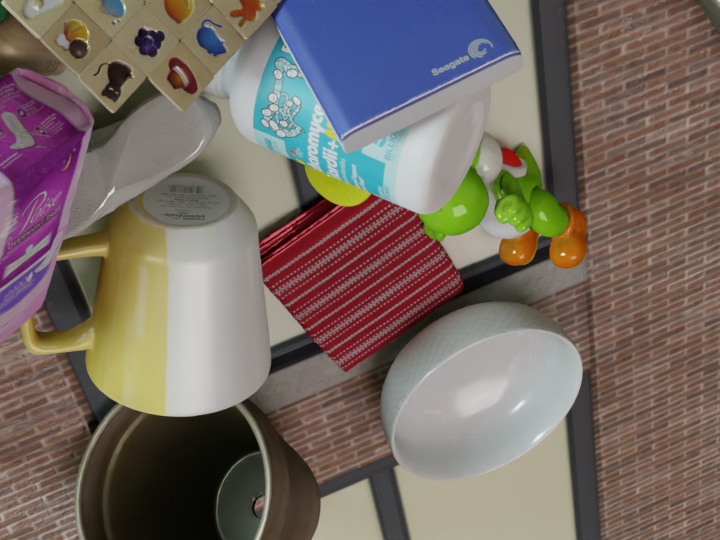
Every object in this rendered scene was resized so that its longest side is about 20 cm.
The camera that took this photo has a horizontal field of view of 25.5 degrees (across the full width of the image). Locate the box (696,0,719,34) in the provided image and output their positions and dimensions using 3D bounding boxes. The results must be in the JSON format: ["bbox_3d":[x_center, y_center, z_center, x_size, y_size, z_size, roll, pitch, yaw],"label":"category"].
[{"bbox_3d":[0.360,-0.240,1.299,0.152,0.106,0.200,-39,137,10],"label":"box"}]

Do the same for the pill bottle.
[{"bbox_3d":[-0.016,-0.125,1.134,0.111,0.199,0.111,-56,160,-32],"label":"pill bottle"}]

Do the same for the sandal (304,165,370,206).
[{"bbox_3d":[0.009,-0.153,1.226,0.087,0.079,0.201,-38,149,-54],"label":"sandal"}]

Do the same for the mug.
[{"bbox_3d":[-0.153,0.016,1.233,0.186,0.149,0.154,-28,136,-40],"label":"mug"}]

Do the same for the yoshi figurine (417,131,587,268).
[{"bbox_3d":[0.105,-0.050,1.338,0.112,0.112,0.200,-43,135,14],"label":"yoshi figurine"}]

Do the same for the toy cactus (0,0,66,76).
[{"bbox_3d":[-0.263,-0.156,1.055,0.165,0.102,0.200,5,120,-45],"label":"toy cactus"}]

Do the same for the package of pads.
[{"bbox_3d":[-0.255,-0.028,1.081,0.121,0.076,0.200,-49,168,-48],"label":"package of pads"}]

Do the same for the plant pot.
[{"bbox_3d":[-0.126,0.207,1.423,0.200,0.200,0.173,-40,153,12],"label":"plant pot"}]

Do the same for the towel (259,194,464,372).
[{"bbox_3d":[0.000,0.000,1.397,0.144,0.023,0.200,-35,140,2],"label":"towel"}]

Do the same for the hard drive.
[{"bbox_3d":[0.006,-0.187,1.082,0.132,0.200,0.025,-26,151,-4],"label":"hard drive"}]

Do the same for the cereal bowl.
[{"bbox_3d":[0.105,0.103,1.510,0.199,0.083,0.201,-16,137,-16],"label":"cereal bowl"}]

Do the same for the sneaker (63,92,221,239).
[{"bbox_3d":[-0.192,-0.075,1.188,0.199,0.076,0.088,-21,-176,11],"label":"sneaker"}]

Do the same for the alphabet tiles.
[{"bbox_3d":[-0.131,-0.209,1.036,0.166,0.006,0.200,45,75,-21],"label":"alphabet tiles"}]
